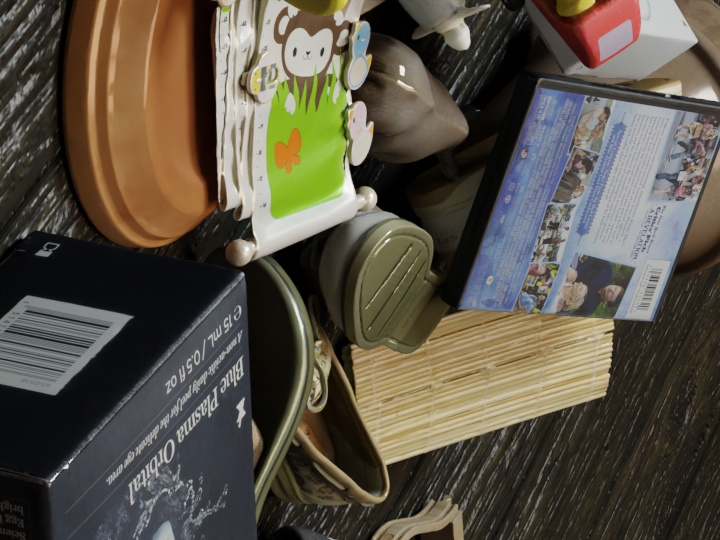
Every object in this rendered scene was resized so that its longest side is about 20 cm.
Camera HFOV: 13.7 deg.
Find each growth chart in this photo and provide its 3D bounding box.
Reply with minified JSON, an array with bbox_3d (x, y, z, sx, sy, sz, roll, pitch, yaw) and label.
[{"bbox_3d":[-0.033,-0.101,1.523,0.145,0.018,0.200,-35,130,-46],"label":"growth chart"}]

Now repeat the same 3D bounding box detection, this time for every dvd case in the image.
[{"bbox_3d":[0.136,-0.041,1.772,0.200,0.018,0.143,5,109,-49],"label":"dvd case"}]

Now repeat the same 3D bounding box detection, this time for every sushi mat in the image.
[{"bbox_3d":[0.075,0.062,1.862,0.200,0.012,0.096,-16,121,-29],"label":"sushi mat"}]

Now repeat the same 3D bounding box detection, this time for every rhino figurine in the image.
[{"bbox_3d":[0.015,-0.091,1.687,0.200,0.087,0.060,29,73,-68],"label":"rhino figurine"}]

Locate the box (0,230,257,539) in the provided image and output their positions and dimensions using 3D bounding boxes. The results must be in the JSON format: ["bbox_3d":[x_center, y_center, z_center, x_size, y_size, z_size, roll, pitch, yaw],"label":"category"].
[{"bbox_3d":[-0.137,0.118,1.354,0.197,0.117,0.200,-49,144,-53],"label":"box"}]

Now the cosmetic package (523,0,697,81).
[{"bbox_3d":[0.112,-0.209,1.781,0.200,0.052,0.151,60,18,9],"label":"cosmetic package"}]

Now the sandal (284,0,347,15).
[{"bbox_3d":[-0.039,-0.224,1.422,0.087,0.079,0.200,-36,108,-28],"label":"sandal"}]

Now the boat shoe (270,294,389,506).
[{"bbox_3d":[-0.031,0.065,1.672,0.200,0.063,0.073,67,39,-54],"label":"boat shoe"}]

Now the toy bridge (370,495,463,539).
[{"bbox_3d":[0.019,0.198,1.908,0.200,0.027,0.067,-51,143,-52],"label":"toy bridge"}]

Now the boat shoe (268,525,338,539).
[{"bbox_3d":[-0.053,0.238,1.698,0.066,0.070,0.200,39,65,-47],"label":"boat shoe"}]

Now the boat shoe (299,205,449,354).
[{"bbox_3d":[0.000,0.000,1.688,0.075,0.068,0.200,-53,166,-5],"label":"boat shoe"}]

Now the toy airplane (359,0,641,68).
[{"bbox_3d":[0.095,-0.206,1.590,0.199,0.141,0.200,10,113,-28],"label":"toy airplane"}]

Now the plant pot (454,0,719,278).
[{"bbox_3d":[0.151,-0.071,1.943,0.175,0.200,0.201,-28,126,-44],"label":"plant pot"}]

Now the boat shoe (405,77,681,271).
[{"bbox_3d":[0.117,-0.057,1.812,0.200,0.074,0.069,-26,105,-26],"label":"boat shoe"}]

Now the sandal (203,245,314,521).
[{"bbox_3d":[-0.079,0.084,1.549,0.057,0.080,0.201,25,76,-54],"label":"sandal"}]

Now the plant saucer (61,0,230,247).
[{"bbox_3d":[-0.086,-0.108,1.493,0.200,0.037,0.201,10,90,-70],"label":"plant saucer"}]
